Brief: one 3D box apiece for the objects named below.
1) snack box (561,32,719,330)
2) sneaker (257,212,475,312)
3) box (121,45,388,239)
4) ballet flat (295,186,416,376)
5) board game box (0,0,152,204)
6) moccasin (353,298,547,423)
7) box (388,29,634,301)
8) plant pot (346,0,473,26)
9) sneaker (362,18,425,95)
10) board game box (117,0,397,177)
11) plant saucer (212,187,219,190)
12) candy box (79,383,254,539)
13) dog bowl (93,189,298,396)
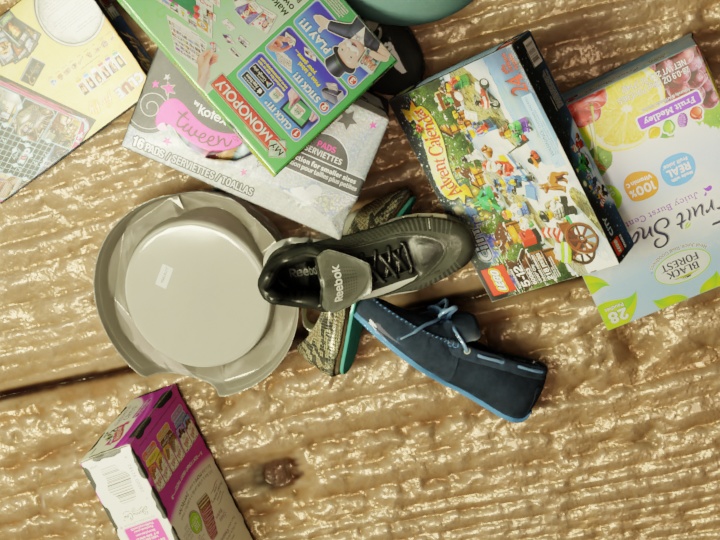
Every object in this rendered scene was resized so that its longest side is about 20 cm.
[{"bbox_3d":[0.249,-0.074,1.101,0.167,0.068,0.202,-24,104,18],"label":"snack box"},{"bbox_3d":[0.000,0.000,1.085,0.197,0.091,0.067,-8,105,16],"label":"sneaker"},{"bbox_3d":[-0.084,-0.128,1.091,0.198,0.132,0.116,22,104,-5],"label":"box"},{"bbox_3d":[-0.016,0.003,1.179,0.075,0.068,0.202,26,115,12],"label":"ballet flat"},{"bbox_3d":[-0.296,-0.172,1.181,0.199,0.035,0.136,-31,101,18],"label":"board game box"},{"bbox_3d":[0.085,0.065,1.174,0.199,0.081,0.069,30,99,-25],"label":"moccasin"},{"bbox_3d":[0.126,-0.082,1.074,0.136,0.038,0.202,-19,105,41],"label":"box"},{"bbox_3d":[0.043,-0.301,0.988,0.197,0.135,0.204,0,93,-9],"label":"plant pot"},{"bbox_3d":[-0.029,-0.218,1.092,0.199,0.089,0.074,41,109,-7],"label":"sneaker"},{"bbox_3d":[-0.086,-0.194,1.004,0.134,0.029,0.200,-42,93,-5],"label":"board game box"},{"bbox_3d":[-0.134,-0.174,1.162,0.069,0.019,0.203,-13,105,13],"label":"plant saucer"},{"bbox_3d":[-0.181,0.232,1.245,0.060,0.137,0.202,-21,103,18],"label":"candy box"},{"bbox_3d":[-0.149,0.017,1.207,0.197,0.059,0.203,3,108,9],"label":"dog bowl"}]
